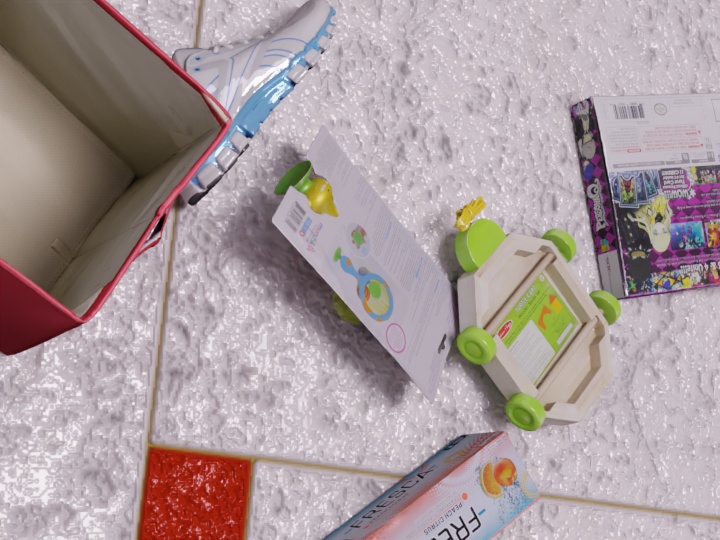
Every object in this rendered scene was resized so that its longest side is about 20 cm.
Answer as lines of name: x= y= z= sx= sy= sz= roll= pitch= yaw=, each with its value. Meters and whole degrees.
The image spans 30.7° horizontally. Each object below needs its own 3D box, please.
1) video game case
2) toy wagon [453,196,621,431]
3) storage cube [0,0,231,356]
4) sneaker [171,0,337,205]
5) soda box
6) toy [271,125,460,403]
video game case: x=0.294 y=-0.072 z=1.203 sx=0.199 sy=0.036 sz=0.182 roll=-7 pitch=84 yaw=-30
toy wagon: x=0.135 y=0.029 z=1.084 sx=0.200 sy=0.040 sz=0.155 roll=53 pitch=51 yaw=-11
storage cube: x=-0.222 y=-0.072 z=0.833 sx=0.200 sy=0.180 sz=0.171 roll=40 pitch=65 yaw=-16
sneaker: x=-0.094 y=-0.149 z=0.983 sx=0.087 sy=0.075 sz=0.200 roll=42 pitch=64 yaw=-10
soda box: x=0.040 y=0.200 z=0.991 sx=0.200 sy=0.068 sz=0.064 roll=-32 pitch=97 yaw=-29
toy: x=0.000 y=0.000 z=1.011 sx=0.200 sy=0.047 sz=0.115 roll=52 pitch=40 yaw=-27
